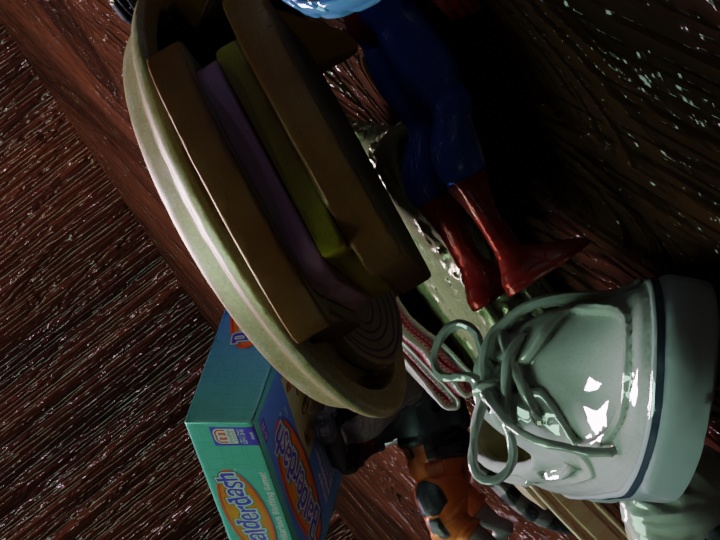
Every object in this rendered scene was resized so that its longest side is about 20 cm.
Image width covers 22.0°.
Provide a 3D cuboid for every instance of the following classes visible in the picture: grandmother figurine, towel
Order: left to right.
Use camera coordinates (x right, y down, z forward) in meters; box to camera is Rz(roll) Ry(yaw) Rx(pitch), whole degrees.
[{"bbox_3d":[0.000,0.000,0.986,0.147,0.030,0.200,52,178,-7],"label":"towel"},{"bbox_3d":[0.060,0.014,0.844,0.201,0.036,0.148,54,173,-12],"label":"towel"},{"bbox_3d":[0.136,0.150,0.778,0.122,0.060,0.201,-88,-10,-50],"label":"grandmother figurine"}]

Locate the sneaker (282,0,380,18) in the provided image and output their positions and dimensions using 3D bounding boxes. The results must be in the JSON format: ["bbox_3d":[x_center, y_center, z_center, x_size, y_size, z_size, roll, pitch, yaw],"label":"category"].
[{"bbox_3d":[-0.029,-0.143,0.560,0.200,0.071,0.083,50,178,45],"label":"sneaker"}]

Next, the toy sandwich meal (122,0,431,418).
[{"bbox_3d":[-0.019,-0.038,0.696,0.206,0.070,0.206,55,-165,-22],"label":"toy sandwich meal"}]

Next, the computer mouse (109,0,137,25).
[{"bbox_3d":[-0.115,-0.121,1.186,0.200,0.034,0.059,50,-177,-40],"label":"computer mouse"}]

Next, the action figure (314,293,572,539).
[{"bbox_3d":[0.050,0.098,1.178,0.195,0.104,0.200,61,-164,-6],"label":"action figure"}]

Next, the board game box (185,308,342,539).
[{"bbox_3d":[-0.045,0.074,1.146,0.201,0.044,0.153,-74,-24,-47],"label":"board game box"}]

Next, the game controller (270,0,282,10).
[{"bbox_3d":[-0.086,-0.171,0.874,0.104,0.042,0.201,48,170,34],"label":"game controller"}]

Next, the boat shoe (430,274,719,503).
[{"bbox_3d":[0.067,0.043,0.660,0.202,0.085,0.076,115,162,-79],"label":"boat shoe"}]

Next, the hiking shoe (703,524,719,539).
[{"bbox_3d":[0.172,0.182,0.698,0.086,0.074,0.202,27,133,54],"label":"hiking shoe"}]

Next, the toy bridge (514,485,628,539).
[{"bbox_3d":[0.154,0.171,0.934,0.200,0.027,0.067,49,173,-13],"label":"toy bridge"}]

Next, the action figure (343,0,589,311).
[{"bbox_3d":[0.012,-0.086,0.651,0.201,0.051,0.065,59,166,-1],"label":"action figure"}]
